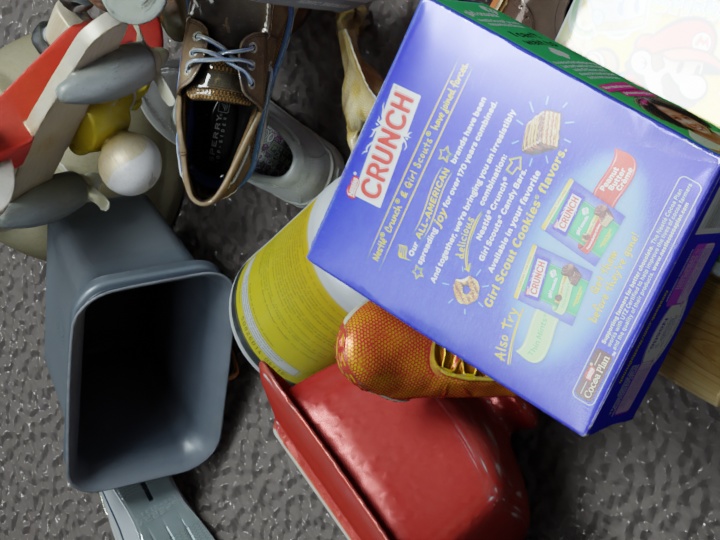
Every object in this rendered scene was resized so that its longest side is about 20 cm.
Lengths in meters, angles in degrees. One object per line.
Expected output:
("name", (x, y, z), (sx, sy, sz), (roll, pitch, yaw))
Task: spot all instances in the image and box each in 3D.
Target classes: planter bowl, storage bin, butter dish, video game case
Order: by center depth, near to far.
("video game case", (0.197, -0.100, 1.015), (0.200, 0.023, 0.183), (29, 100, 29))
("butter dish", (0.049, 0.121, 1.178), (0.148, 0.200, 0.200), (-37, 69, -1))
("storage bin", (-0.172, 0.042, 1.382), (0.134, 0.145, 0.201), (-123, 32, -42))
("planter bowl", (-0.252, -0.098, 1.440), (0.200, 0.134, 0.201), (6, 99, 43))

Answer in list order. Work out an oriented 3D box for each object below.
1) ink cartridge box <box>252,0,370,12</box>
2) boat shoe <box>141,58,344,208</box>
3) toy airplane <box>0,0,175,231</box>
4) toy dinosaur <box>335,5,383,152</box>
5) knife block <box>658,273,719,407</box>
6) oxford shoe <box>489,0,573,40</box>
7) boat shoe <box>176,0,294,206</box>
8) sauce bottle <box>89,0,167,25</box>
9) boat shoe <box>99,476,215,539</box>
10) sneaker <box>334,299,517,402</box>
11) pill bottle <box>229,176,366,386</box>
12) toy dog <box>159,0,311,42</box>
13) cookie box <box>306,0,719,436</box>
("ink cartridge box", (-0.006, -0.233, 1.123), (0.175, 0.200, 0.084), (-21, 80, 31))
("boat shoe", (-0.101, -0.105, 1.327), (0.200, 0.068, 0.072), (39, 98, 33))
("toy airplane", (-0.203, -0.096, 1.256), (0.141, 0.200, 0.199), (37, 96, -3))
("toy dinosaur", (0.007, -0.107, 1.202), (0.200, 0.058, 0.101), (-115, 8, -58))
("knife block", (0.208, 0.044, 1.068), (0.200, 0.064, 0.176), (-27, 76, 41))
("oxford shoe", (0.104, -0.129, 1.144), (0.073, 0.071, 0.201), (33, 120, 25))
("boat shoe", (-0.085, -0.134, 1.201), (0.072, 0.072, 0.201), (6, 119, 3))
("sauce bottle", (-0.151, -0.196, 1.152), (0.200, 0.066, 0.066), (-121, 42, -64))
("boat shoe", (-0.155, 0.216, 1.445), (0.201, 0.073, 0.067), (68, 159, 13))
("sneaker", (0.076, 0.044, 1.100), (0.077, 0.199, 0.073), (-4, 86, 59))
("pill bottle", (0.000, 0.000, 1.202), (0.200, 0.112, 0.112), (-39, 68, 54))
("toy dog", (-0.096, -0.254, 1.272), (0.194, 0.139, 0.201), (2, 98, 62))
("cookie box", (0.093, -0.035, 1.012), (0.200, 0.075, 0.172), (33, 108, 25))
